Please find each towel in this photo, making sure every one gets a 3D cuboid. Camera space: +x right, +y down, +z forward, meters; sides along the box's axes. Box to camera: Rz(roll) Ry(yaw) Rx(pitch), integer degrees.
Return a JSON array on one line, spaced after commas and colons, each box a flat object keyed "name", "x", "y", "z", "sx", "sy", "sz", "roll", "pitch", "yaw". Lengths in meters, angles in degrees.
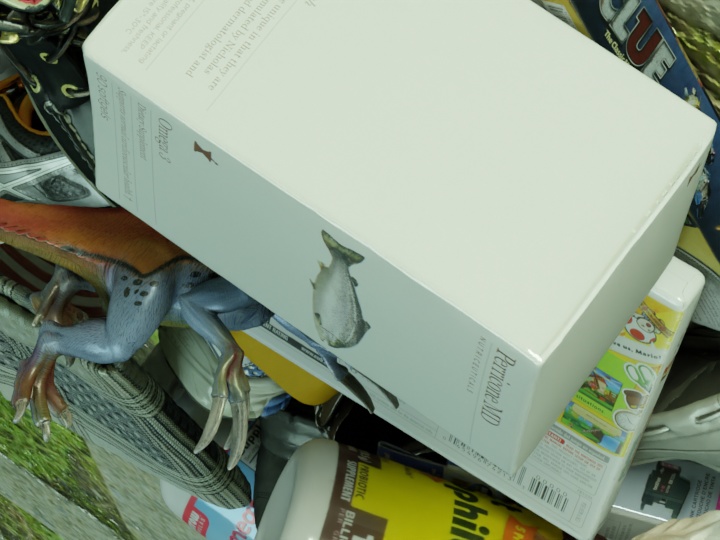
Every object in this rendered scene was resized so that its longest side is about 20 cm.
[{"name": "towel", "x": -0.165, "y": 0.048, "z": 1.558, "sx": 0.200, "sy": 0.035, "sz": 0.193, "roll": 29, "pitch": 168, "yaw": 28}]

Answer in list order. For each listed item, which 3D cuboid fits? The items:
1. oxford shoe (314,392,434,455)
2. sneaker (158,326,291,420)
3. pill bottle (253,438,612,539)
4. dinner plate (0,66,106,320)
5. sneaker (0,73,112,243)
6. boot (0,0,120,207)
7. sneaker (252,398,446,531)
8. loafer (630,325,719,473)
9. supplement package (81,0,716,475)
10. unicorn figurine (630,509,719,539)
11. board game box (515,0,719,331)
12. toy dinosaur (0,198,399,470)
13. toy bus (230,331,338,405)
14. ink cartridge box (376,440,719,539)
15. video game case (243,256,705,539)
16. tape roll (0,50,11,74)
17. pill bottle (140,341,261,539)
[{"name": "oxford shoe", "x": -0.002, "y": 0.054, "z": 1.496, "sx": 0.073, "sy": 0.084, "sz": 0.200, "roll": 45, "pitch": 162, "yaw": -22}, {"name": "sneaker", "x": -0.086, "y": -0.023, "z": 1.508, "sx": 0.200, "sy": 0.077, "sz": 0.085, "roll": 47, "pitch": 131, "yaw": 23}, {"name": "pill bottle", "x": 0.050, "y": 0.156, "z": 1.349, "sx": 0.199, "sy": 0.110, "sz": 0.109, "roll": 20, "pitch": 163, "yaw": -8}, {"name": "dinner plate", "x": -0.161, "y": -0.065, "z": 1.472, "sx": 0.200, "sy": 0.024, "sz": 0.201, "roll": 30, "pitch": 139, "yaw": 31}, {"name": "sneaker", "x": -0.157, "y": -0.056, "z": 1.394, "sx": 0.200, "sy": 0.078, "sz": 0.077, "roll": 0, "pitch": 120, "yaw": 35}, {"name": "boot", "x": -0.123, "y": -0.098, "z": 1.236, "sx": 0.154, "sy": 0.073, "sz": 0.204, "roll": -86, "pitch": -29, "yaw": -79}, {"name": "sneaker", "x": 0.029, "y": 0.129, "z": 1.554, "sx": 0.200, "sy": 0.091, "sz": 0.076, "roll": 20, "pitch": -164, "yaw": 31}, {"name": "loafer", "x": 0.124, "y": 0.047, "z": 1.281, "sx": 0.200, "sy": 0.070, "sz": 0.070, "roll": 3, "pitch": 138, "yaw": 47}, {"name": "supplement package", "x": 0.012, "y": -0.041, "z": 1.093, "sx": 0.200, "sy": 0.117, "sz": 0.117, "roll": 34, "pitch": 158, "yaw": 12}, {"name": "unicorn figurine", "x": 0.181, "y": 0.124, "z": 1.255, "sx": 0.137, "sy": 0.074, "sz": 0.200, "roll": 4, "pitch": 156, "yaw": -24}, {"name": "board game box", "x": 0.080, "y": -0.061, "z": 1.159, "sx": 0.135, "sy": 0.035, "sz": 0.200, "roll": 20, "pitch": 153, "yaw": 43}, {"name": "toy dinosaur", "x": -0.063, "y": 0.007, "z": 1.219, "sx": 0.181, "sy": 0.105, "sz": 0.200, "roll": -28, "pitch": 107, "yaw": 27}, {"name": "toy bus", "x": 0.000, "y": 0.000, "z": 1.347, "sx": 0.065, "sy": 0.078, "sz": 0.200, "roll": 40, "pitch": 146, "yaw": -4}, {"name": "ink cartridge box", "x": 0.105, "y": 0.113, "z": 1.403, "sx": 0.199, "sy": 0.042, "sz": 0.119, "roll": 12, "pitch": 157, "yaw": 4}, {"name": "video game case", "x": 0.033, "y": 0.009, "z": 1.237, "sx": 0.200, "sy": 0.023, "sz": 0.182, "roll": 32, "pitch": 145, "yaw": 12}, {"name": "tape roll", "x": -0.236, "y": -0.166, "z": 1.413, "sx": 0.203, "sy": 0.037, "sz": 0.203, "roll": 31, "pitch": 144, "yaw": 26}, {"name": "pill bottle", "x": -0.039, "y": 0.116, "z": 1.661, "sx": 0.200, "sy": 0.109, "sz": 0.109, "roll": 36, "pitch": 161, "yaw": 8}]
